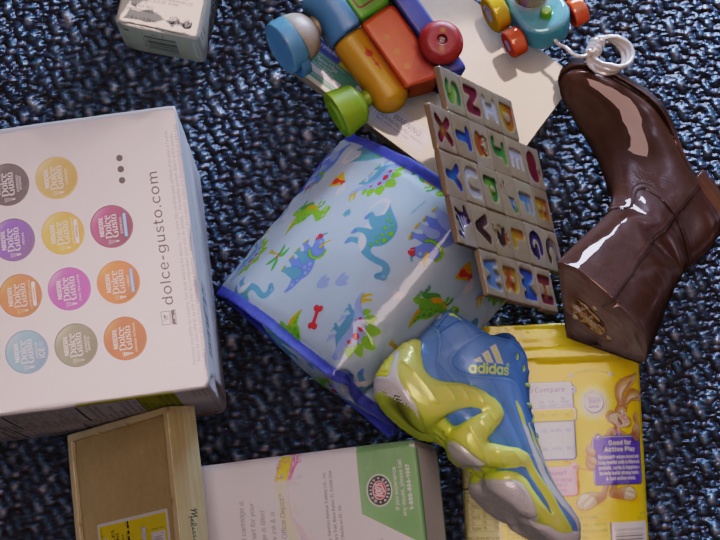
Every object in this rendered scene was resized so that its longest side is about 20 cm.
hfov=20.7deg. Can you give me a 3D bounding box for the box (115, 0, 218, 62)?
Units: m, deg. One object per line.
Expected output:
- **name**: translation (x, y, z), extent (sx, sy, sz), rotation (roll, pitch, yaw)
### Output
- **box**: translation (-0.135, -0.272, 1.542), extent (0.068, 0.082, 0.201), rotation (12, 83, 1)

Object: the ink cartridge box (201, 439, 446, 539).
- **ink cartridge box**: translation (-0.039, 0.210, 1.449), extent (0.199, 0.087, 0.146), rotation (-8, 81, 12)

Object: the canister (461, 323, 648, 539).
- **canister**: translation (0.144, 0.143, 1.485), extent (0.148, 0.087, 0.201), rotation (-2, 83, -1)

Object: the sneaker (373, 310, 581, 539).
- **sneaker**: translation (0.105, 0.108, 1.398), extent (0.200, 0.076, 0.105), rotation (44, 71, -21)

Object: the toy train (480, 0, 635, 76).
- **toy train**: translation (0.170, -0.251, 1.531), extent (0.149, 0.056, 0.201), rotation (8, 60, 10)

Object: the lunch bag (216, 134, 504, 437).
- **lunch bag**: translation (0.000, 0.000, 1.475), extent (0.170, 0.127, 0.200), rotation (-49, 47, -7)

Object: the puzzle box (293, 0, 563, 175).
- **puzzle box**: translation (0.054, -0.158, 1.557), extent (0.200, 0.025, 0.133), rotation (37, 83, 4)

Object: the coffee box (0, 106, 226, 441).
- **coffee box**: translation (-0.211, 0.011, 1.439), extent (0.196, 0.200, 0.201), rotation (-7, 82, -2)

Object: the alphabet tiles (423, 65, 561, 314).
- **alphabet tiles**: translation (0.099, -0.055, 1.408), extent (0.006, 0.200, 0.167), rotation (-17, 76, 24)

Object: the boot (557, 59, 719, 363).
- **boot**: translation (0.180, -0.045, 1.469), extent (0.186, 0.064, 0.200), rotation (44, 49, -2)

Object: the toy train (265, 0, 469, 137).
- **toy train**: translation (0.025, -0.138, 1.492), extent (0.115, 0.085, 0.200), rotation (-33, 84, -13)

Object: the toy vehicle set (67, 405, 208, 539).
- **toy vehicle set**: translation (-0.158, 0.207, 1.429), extent (0.026, 0.124, 0.201), rotation (3, 76, -44)
